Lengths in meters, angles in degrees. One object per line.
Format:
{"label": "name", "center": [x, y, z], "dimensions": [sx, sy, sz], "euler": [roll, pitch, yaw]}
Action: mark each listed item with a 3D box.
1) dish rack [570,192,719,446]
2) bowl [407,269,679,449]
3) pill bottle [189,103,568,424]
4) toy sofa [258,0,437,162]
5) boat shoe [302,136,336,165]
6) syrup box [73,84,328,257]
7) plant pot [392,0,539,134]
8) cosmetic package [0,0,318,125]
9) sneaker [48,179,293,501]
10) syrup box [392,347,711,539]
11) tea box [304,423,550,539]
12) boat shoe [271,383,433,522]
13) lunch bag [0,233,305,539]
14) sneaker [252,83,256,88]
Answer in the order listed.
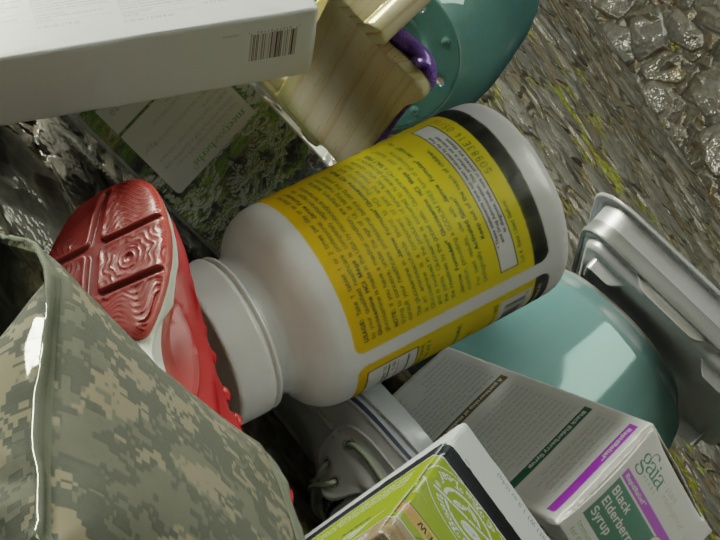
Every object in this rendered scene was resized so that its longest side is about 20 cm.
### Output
{"label": "dish rack", "center": [0.194, 0.043, 1.428], "dimensions": [0.172, 0.044, 0.200], "euler": [45, -11, 12]}
{"label": "bowl", "center": [0.125, 0.075, 1.412], "dimensions": [0.201, 0.105, 0.201], "euler": [45, -12, 12]}
{"label": "pill bottle", "center": [0.000, 0.000, 1.163], "dimensions": [0.113, 0.199, 0.113], "euler": [48, -27, 34]}
{"label": "toy sofa", "center": [0.010, -0.130, 1.222], "dimensions": [0.098, 0.083, 0.200], "euler": [46, -17, 2]}
{"label": "boat shoe", "center": [-0.026, -0.062, 1.466], "dimensions": [0.200, 0.070, 0.071], "euler": [38, 23, -46]}
{"label": "syrup box", "center": [-0.074, -0.057, 1.240], "dimensions": [0.200, 0.079, 0.081], "euler": [45, -4, -28]}
{"label": "plant pot", "center": [0.028, -0.196, 1.696], "dimensions": [0.201, 0.200, 0.161], "euler": [49, 28, -14]}
{"label": "cosmetic package", "center": [-0.139, -0.151, 1.134], "dimensions": [0.052, 0.198, 0.152], "euler": [101, -27, -50]}
{"label": "sneaker", "center": [-0.092, 0.060, 1.057], "dimensions": [0.116, 0.078, 0.201], "euler": [49, 27, -46]}
{"label": "syrup box", "center": [0.092, 0.115, 1.234], "dimensions": [0.200, 0.081, 0.079], "euler": [21, -32, 57]}
{"label": "tea box", "center": [0.037, 0.202, 0.986], "dimensions": [0.201, 0.133, 0.197], "euler": [54, 16, -1]}
{"label": "boat shoe", "center": [0.005, 0.112, 1.190], "dimensions": [0.200, 0.067, 0.074], "euler": [37, -29, 28]}
{"label": "lunch bag", "center": [-0.100, 0.099, 0.841], "dimensions": [0.164, 0.117, 0.201], "euler": [43, 24, -30]}
{"label": "sneaker", "center": [-0.103, -0.104, 1.348], "dimensions": [0.073, 0.070, 0.202], "euler": [20, 57, -71]}
